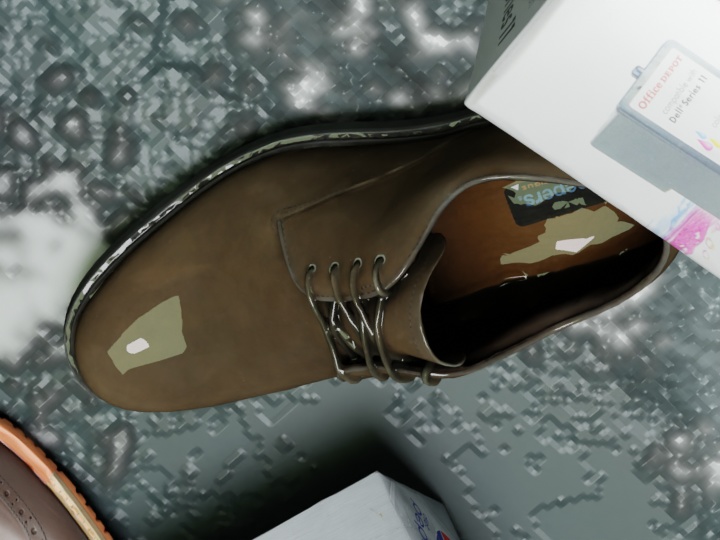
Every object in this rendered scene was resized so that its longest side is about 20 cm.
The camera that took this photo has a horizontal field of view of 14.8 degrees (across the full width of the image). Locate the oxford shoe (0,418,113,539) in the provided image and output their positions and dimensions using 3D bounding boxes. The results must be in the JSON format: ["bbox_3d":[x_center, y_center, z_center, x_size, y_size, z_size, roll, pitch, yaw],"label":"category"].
[{"bbox_3d":[-0.159,0.068,0.845,0.200,0.073,0.071,35,114,-11],"label":"oxford shoe"}]

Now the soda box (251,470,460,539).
[{"bbox_3d":[-0.055,0.140,0.849,0.200,0.063,0.068,-30,68,11],"label":"soda box"}]

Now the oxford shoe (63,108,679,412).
[{"bbox_3d":[0.000,0.000,0.791,0.200,0.084,0.073,-21,113,17],"label":"oxford shoe"}]

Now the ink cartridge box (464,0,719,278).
[{"bbox_3d":[0.097,-0.058,0.733,0.200,0.117,0.067,34,118,-10],"label":"ink cartridge box"}]
